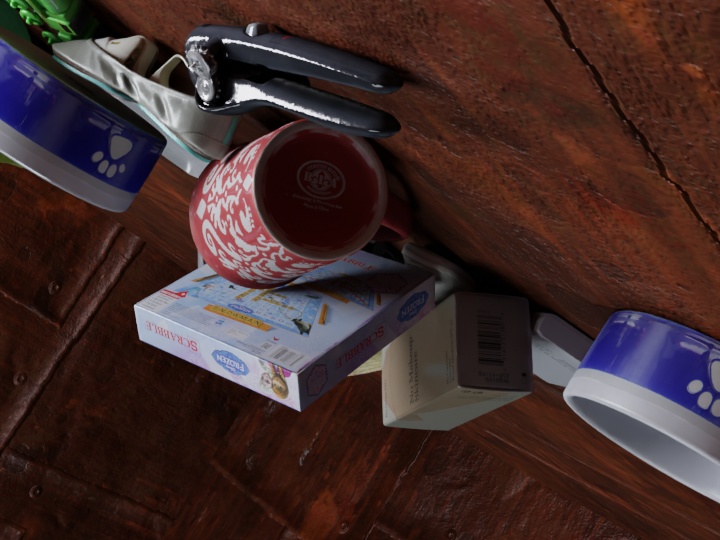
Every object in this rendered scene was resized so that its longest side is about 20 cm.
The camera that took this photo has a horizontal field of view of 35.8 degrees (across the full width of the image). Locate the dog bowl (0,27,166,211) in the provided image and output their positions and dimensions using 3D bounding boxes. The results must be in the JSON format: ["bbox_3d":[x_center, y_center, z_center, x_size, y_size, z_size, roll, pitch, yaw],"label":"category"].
[{"bbox_3d":[-0.282,-0.142,1.032,0.199,0.079,0.200,35,-176,-3],"label":"dog bowl"}]

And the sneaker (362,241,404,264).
[{"bbox_3d":[0.000,0.000,1.182,0.199,0.079,0.079,27,161,-20],"label":"sneaker"}]

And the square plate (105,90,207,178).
[{"bbox_3d":[-0.204,-0.149,1.239,0.198,0.029,0.200,24,168,49],"label":"square plate"}]

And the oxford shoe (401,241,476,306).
[{"bbox_3d":[0.075,0.024,1.121,0.075,0.058,0.200,31,171,18],"label":"oxford shoe"}]

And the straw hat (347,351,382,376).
[{"bbox_3d":[0.032,0.054,1.300,0.201,0.200,0.086,-177,71,-73],"label":"straw hat"}]

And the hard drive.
[{"bbox_3d":[0.193,0.082,1.127,0.132,0.026,0.200,34,172,-12],"label":"hard drive"}]

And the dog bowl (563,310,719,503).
[{"bbox_3d":[0.265,0.116,0.875,0.199,0.079,0.200,32,172,5],"label":"dog bowl"}]

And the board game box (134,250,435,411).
[{"bbox_3d":[-0.067,0.034,1.026,0.199,0.199,0.041,19,126,34],"label":"board game box"}]

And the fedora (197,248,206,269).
[{"bbox_3d":[-0.129,-0.008,1.233,0.090,0.201,0.177,2,-156,-3],"label":"fedora"}]

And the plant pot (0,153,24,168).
[{"bbox_3d":[-0.449,-0.212,1.300,0.200,0.202,0.192,24,-179,45],"label":"plant pot"}]

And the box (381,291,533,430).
[{"bbox_3d":[0.090,0.094,1.095,0.077,0.096,0.200,5,159,-18],"label":"box"}]

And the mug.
[{"bbox_3d":[-0.041,-0.064,0.927,0.134,0.177,0.200,69,162,-3],"label":"mug"}]

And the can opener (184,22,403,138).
[{"bbox_3d":[-0.046,-0.127,0.721,0.199,0.078,0.064,19,126,47],"label":"can opener"}]

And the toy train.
[{"bbox_3d":[-0.267,-0.231,0.959,0.056,0.042,0.200,19,168,16],"label":"toy train"}]

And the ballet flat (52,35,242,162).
[{"bbox_3d":[-0.179,-0.163,0.951,0.199,0.064,0.067,34,-171,22],"label":"ballet flat"}]

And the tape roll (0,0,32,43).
[{"bbox_3d":[-0.436,-0.209,1.136,0.200,0.201,0.048,38,169,-37],"label":"tape roll"}]
